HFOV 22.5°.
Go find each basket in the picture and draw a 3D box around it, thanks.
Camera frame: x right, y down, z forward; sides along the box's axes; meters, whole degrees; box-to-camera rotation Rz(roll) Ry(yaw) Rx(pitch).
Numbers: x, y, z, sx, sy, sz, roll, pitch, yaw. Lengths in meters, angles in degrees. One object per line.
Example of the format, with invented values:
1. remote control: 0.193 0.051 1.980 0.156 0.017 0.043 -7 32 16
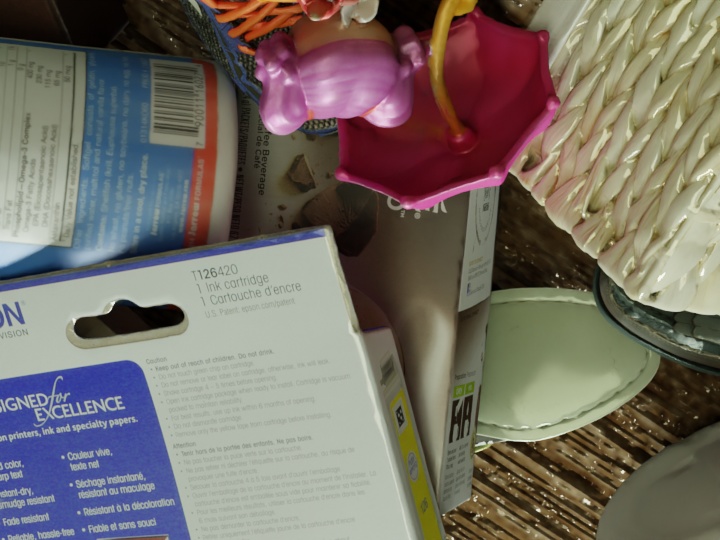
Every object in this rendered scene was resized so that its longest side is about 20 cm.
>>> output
1. basket: 0.162 -0.086 0.717 0.200 0.135 0.124 -59 46 28

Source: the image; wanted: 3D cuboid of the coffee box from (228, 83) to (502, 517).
1. coffee box: 0.000 0.000 0.813 0.113 0.080 0.201 7 92 14

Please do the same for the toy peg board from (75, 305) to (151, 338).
1. toy peg board: -0.236 0.039 0.886 0.199 0.098 0.200 43 137 -6

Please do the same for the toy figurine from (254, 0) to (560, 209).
1. toy figurine: 0.015 -0.110 0.665 0.199 0.150 0.185 -7 120 -29

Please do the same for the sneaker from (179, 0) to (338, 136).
1. sneaker: -0.056 -0.129 0.714 0.075 0.079 0.200 -23 122 17

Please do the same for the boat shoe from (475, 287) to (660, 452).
1. boat shoe: 0.047 0.053 0.874 0.200 0.061 0.072 -13 84 15

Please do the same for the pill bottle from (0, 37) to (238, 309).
1. pill bottle: -0.158 -0.045 0.776 0.199 0.112 0.113 5 116 -12

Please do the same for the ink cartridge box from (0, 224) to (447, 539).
1. ink cartridge box: -0.071 0.085 0.767 0.197 0.047 0.201 -9 104 20

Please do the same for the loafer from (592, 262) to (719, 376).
1. loafer: 0.205 0.016 0.801 0.199 0.063 0.072 15 72 2

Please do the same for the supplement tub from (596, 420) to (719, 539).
1. supplement tub: 0.207 0.177 0.844 0.132 0.132 0.201 -22 105 22

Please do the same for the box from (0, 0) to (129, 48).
1. box: -0.193 -0.180 0.822 0.100 0.075 0.201 -11 112 20
